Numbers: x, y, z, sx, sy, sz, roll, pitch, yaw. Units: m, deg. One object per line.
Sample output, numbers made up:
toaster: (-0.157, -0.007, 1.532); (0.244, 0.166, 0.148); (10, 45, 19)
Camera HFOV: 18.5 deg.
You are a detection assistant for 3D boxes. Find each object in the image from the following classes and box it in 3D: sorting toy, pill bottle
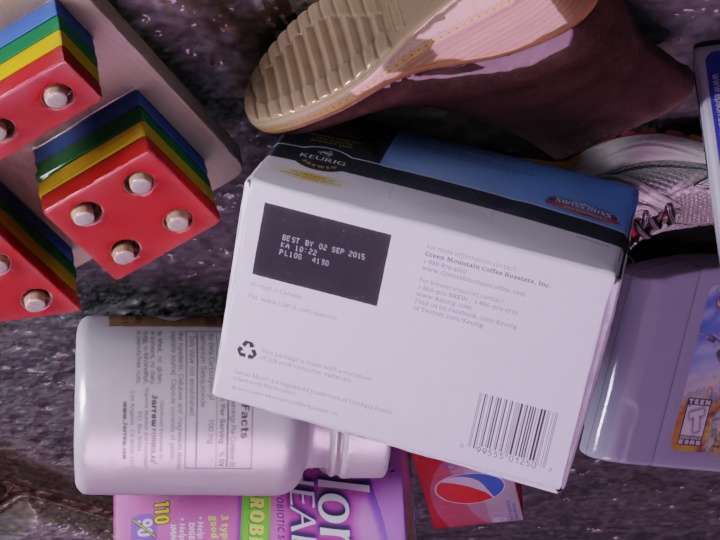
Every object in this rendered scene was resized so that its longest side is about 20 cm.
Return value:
sorting toy: (-0.191, -0.050, 1.164); (0.198, 0.070, 0.200); (-28, 137, 14)
pill bottle: (-0.082, 0.087, 1.414); (0.198, 0.115, 0.115); (1, 149, -6)

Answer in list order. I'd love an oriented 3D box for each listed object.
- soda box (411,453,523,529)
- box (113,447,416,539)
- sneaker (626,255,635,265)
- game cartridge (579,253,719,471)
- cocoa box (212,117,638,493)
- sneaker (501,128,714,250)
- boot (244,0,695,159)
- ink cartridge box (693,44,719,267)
soda box: (0.068, 0.106, 1.510); (0.069, 0.064, 0.200); (-7, 149, 7)
box: (-0.063, 0.171, 1.495); (0.198, 0.177, 0.097); (-5, 150, 4)
sneaker: (0.163, 0.029, 1.381); (0.199, 0.075, 0.090); (7, 148, -19)
game cartridge: (0.227, 0.058, 1.379); (0.199, 0.134, 0.041); (8, -167, -38)
cocoa box: (0.037, 0.010, 1.193); (0.199, 0.131, 0.134); (15, 114, 6)
sneaker: (0.134, -0.024, 1.283); (0.199, 0.083, 0.078); (-11, 148, 11)
boot: (0.058, -0.094, 1.168); (0.199, 0.073, 0.166); (-26, 140, 27)
ink cartridge box: (0.284, -0.039, 1.159); (0.198, 0.199, 0.047); (-6, 152, 7)
